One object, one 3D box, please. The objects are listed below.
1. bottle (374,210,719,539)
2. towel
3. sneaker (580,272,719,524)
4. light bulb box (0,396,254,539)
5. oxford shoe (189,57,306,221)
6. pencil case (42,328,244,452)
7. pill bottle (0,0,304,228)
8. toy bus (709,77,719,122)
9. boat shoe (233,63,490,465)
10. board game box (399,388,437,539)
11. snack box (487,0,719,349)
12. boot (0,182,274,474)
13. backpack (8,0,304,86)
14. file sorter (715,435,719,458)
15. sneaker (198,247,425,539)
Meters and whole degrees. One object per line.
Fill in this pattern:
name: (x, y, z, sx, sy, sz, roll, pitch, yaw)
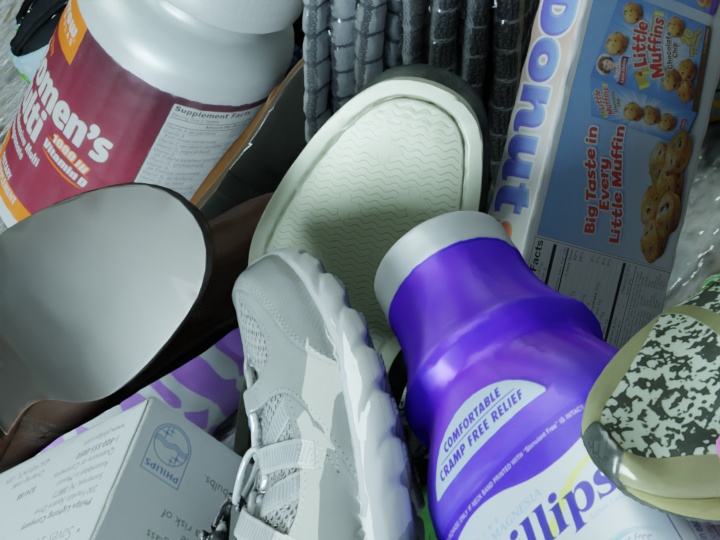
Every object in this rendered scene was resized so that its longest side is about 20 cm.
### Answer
bottle: (0.062, 0.066, 0.656, 0.084, 0.065, 0.200, -47, 48, 23)
towel: (0.034, -0.122, 0.909, 0.085, 0.200, 0.166, 6, 33, 9)
sneaker: (0.143, -0.008, 0.609, 0.200, 0.089, 0.077, -29, 50, -13)
light bulb box: (-0.109, 0.177, 0.747, 0.198, 0.125, 0.200, -28, 33, 47)
oxford shoe: (-0.021, -0.067, 1.065, 0.200, 0.071, 0.071, -43, 20, 12)
pencil case: (-0.123, 0.072, 0.998, 0.200, 0.086, 0.084, -44, 6, 1)
pill bottle: (-0.098, -0.095, 1.102, 0.110, 0.109, 0.200, -81, 18, -50)
toy bus: (0.146, -0.101, 0.824, 0.200, 0.078, 0.065, -13, 63, 50)
boat shoe: (0.000, 0.000, 0.795, 0.068, 0.072, 0.200, -65, -5, -47)
board game box: (0.026, 0.078, 0.830, 0.105, 0.023, 0.200, -37, 27, 19)
snack box: (0.082, -0.041, 0.758, 0.024, 0.072, 0.201, 14, 90, 51)
boot: (-0.063, 0.000, 0.834, 0.186, 0.064, 0.200, -34, -5, 39)
backpack: (-0.096, -0.142, 1.228, 0.200, 0.154, 0.163, -14, 37, 14)
file sorter: (0.122, 0.115, 0.503, 0.200, 0.125, 0.139, -54, 26, -14)
sneaker: (-0.021, 0.079, 0.678, 0.082, 0.075, 0.200, -15, 55, 1)
